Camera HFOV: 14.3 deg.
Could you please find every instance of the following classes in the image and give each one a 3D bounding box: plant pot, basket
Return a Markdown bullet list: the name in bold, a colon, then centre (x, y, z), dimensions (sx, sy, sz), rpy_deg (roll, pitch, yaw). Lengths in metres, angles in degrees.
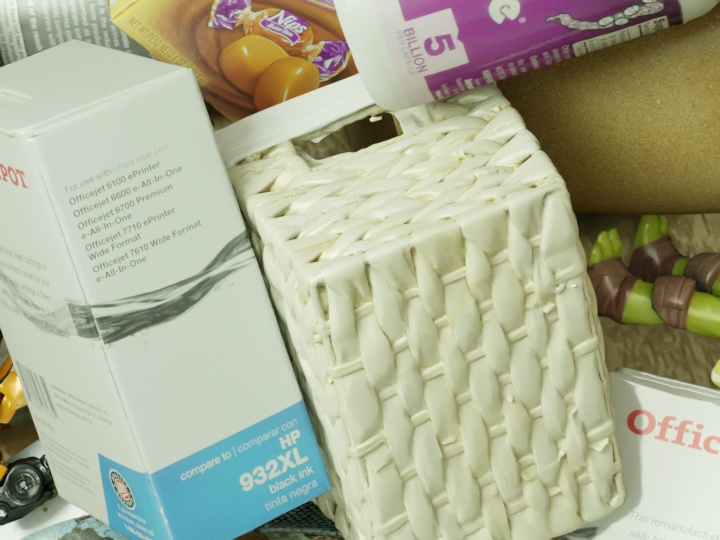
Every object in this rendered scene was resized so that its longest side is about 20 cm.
- **plant pot**: centre (0.119, -0.102, 1.338), dimensions (0.199, 0.186, 0.187), rpy_deg (-13, 83, 19)
- **basket**: centre (0.028, 0.026, 1.259), dimensions (0.135, 0.123, 0.200), rpy_deg (-21, 125, -10)

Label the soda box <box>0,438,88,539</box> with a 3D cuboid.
- **soda box**: centre (-0.102, 0.088, 1.398), dimensions (0.200, 0.068, 0.064), rpy_deg (-34, 80, 5)

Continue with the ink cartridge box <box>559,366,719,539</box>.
- **ink cartridge box**: centre (0.163, 0.159, 1.344), dimensions (0.146, 0.083, 0.201), rpy_deg (14, 88, 10)

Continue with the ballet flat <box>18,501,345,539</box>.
- **ballet flat**: centre (-0.079, 0.146, 1.350), dimensions (0.199, 0.074, 0.074), rpy_deg (-11, 83, -17)

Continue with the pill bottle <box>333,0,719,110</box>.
- **pill bottle**: centre (0.086, -0.146, 1.193), dimensions (0.199, 0.112, 0.113), rpy_deg (-18, 83, 6)

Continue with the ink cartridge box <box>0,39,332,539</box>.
- **ink cartridge box**: centre (-0.104, 0.010, 1.255), dimensions (0.084, 0.145, 0.201), rpy_deg (-24, 109, -21)

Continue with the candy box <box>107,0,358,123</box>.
- **candy box**: centre (-0.004, -0.151, 1.286), dimensions (0.200, 0.117, 0.057), rpy_deg (-37, 38, 18)

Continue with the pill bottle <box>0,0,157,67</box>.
- **pill bottle**: centre (-0.101, -0.137, 1.396), dimensions (0.199, 0.111, 0.111), rpy_deg (-5, 84, 9)

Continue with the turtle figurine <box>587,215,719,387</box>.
- **turtle figurine**: centre (0.194, 0.018, 1.340), dimensions (0.161, 0.200, 0.065), rpy_deg (20, 127, 29)

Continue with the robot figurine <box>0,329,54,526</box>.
- **robot figurine**: centre (-0.165, 0.020, 1.348), dimensions (0.145, 0.058, 0.200), rpy_deg (35, 83, -16)
